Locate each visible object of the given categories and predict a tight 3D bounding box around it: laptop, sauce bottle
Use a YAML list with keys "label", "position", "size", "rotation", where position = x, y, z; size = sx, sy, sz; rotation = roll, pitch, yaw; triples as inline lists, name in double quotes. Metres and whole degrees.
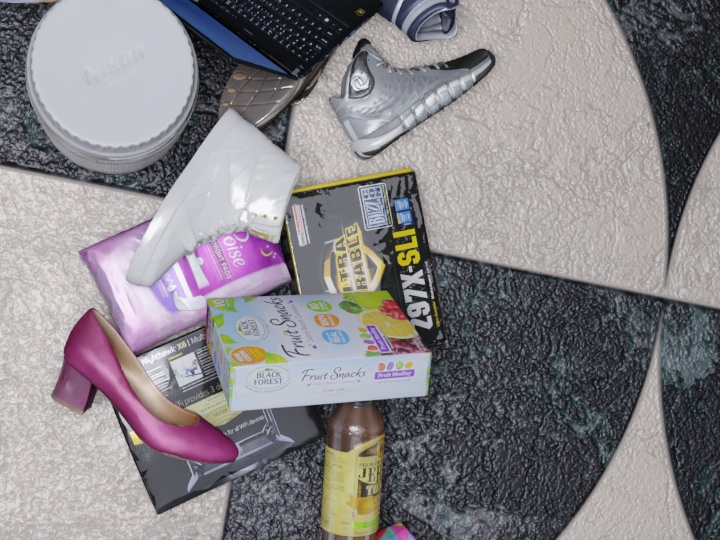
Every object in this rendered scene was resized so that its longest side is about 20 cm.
- label: "laptop"
  position: [-0.108, -0.285, 1.065]
  size: [0.177, 0.104, 0.200]
  rotation: [39, 72, 23]
- label: "sauce bottle"
  position: [-0.007, 0.191, 1.099]
  size: [0.064, 0.065, 0.203]
  rotation: [1, 98, -15]

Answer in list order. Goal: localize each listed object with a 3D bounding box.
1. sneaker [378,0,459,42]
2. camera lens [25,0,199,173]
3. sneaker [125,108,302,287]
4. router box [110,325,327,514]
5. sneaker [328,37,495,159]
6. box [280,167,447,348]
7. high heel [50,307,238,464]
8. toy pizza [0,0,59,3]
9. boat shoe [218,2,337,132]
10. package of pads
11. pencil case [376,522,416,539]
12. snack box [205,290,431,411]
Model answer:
- label: "sneaker"
  position: [0.103, -0.338, 1.171]
  size: [0.199, 0.070, 0.109]
  rotation: [-40, 72, -7]
- label: "camera lens"
  position: [-0.240, -0.181, 1.016]
  size: [0.157, 0.200, 0.163]
  rotation: [0, 91, -14]
- label: "sneaker"
  position: [-0.136, -0.048, 1.030]
  size: [0.115, 0.074, 0.201]
  rotation: [34, 78, -6]
- label: "router box"
  position: [-0.155, 0.140, 1.104]
  size: [0.198, 0.052, 0.159]
  rotation: [-22, 93, -15]
- label: "sneaker"
  position: [0.051, -0.222, 1.167]
  size: [0.199, 0.075, 0.116]
  rotation: [-35, 94, -13]
- label: "box"
  position: [0.000, 0.000, 1.156]
  size: [0.157, 0.049, 0.203]
  rotation: [-11, 90, -17]
- label: "high heel"
  position: [-0.200, 0.118, 1.025]
  size: [0.198, 0.067, 0.097]
  rotation: [23, 98, -8]
- label: "toy pizza"
  position: [-0.294, -0.315, 1.041]
  size: [0.198, 0.200, 0.032]
  rotation: [-27, 136, -14]
- label: "boat shoe"
  position: [-0.076, -0.209, 1.123]
  size: [0.074, 0.074, 0.201]
  rotation: [30, 71, 22]
- label: "package of pads"
  position: [-0.180, -0.005, 1.093]
  size: [0.198, 0.076, 0.122]
  rotation: [-25, 97, -15]
- label: "pencil case"
  position: [-0.017, 0.345, 1.119]
  size: [0.197, 0.088, 0.090]
  rotation: [-18, 92, -14]
- label: "snack box"
  position: [-0.045, 0.075, 1.035]
  size: [0.197, 0.142, 0.054]
  rotation: [-2, 114, -18]
